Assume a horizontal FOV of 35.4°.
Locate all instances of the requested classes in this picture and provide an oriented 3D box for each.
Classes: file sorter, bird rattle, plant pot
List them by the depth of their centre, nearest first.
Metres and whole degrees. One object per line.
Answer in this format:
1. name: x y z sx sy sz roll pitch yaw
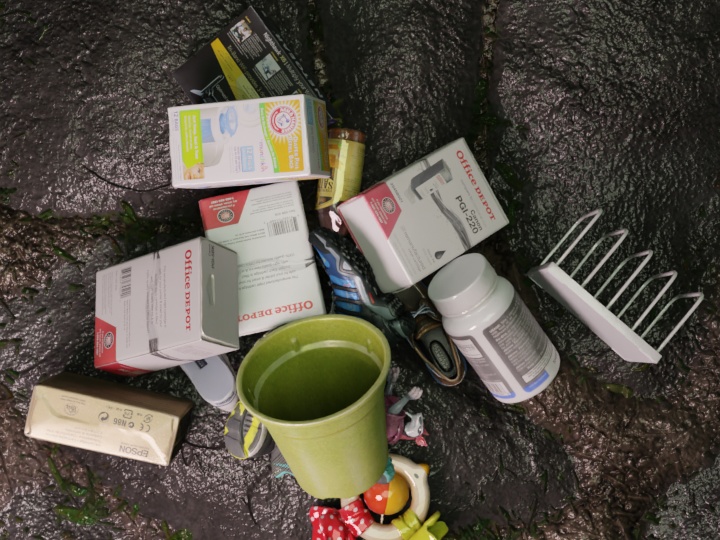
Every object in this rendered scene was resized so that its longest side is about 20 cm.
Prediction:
1. plant pot: -0.042 0.192 1.470 0.200 0.201 0.185 -16 126 -3
2. file sorter: 0.363 0.021 1.611 0.200 0.139 0.125 40 85 -1
3. bird rattle: 0.028 0.345 1.625 0.199 0.113 0.164 6 76 11

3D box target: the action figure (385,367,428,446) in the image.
1. action figure: 0.008 0.196 1.592 0.200 0.134 0.149 36 88 2

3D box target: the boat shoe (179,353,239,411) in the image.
1. boat shoe: -0.224 0.120 1.617 0.075 0.086 0.202 -36 60 -5

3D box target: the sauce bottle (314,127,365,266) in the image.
1. sauce bottle: -0.033 -0.105 1.634 0.066 0.066 0.201 7 86 -2

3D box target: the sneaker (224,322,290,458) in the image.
1. sneaker: -0.126 0.168 1.570 0.074 0.085 0.200 23 83 23

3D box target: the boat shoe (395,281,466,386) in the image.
1. boat shoe: 0.093 0.076 1.629 0.072 0.072 0.200 -36 89 -2

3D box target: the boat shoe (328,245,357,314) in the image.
1. boat shoe: 0.001 -0.001 1.617 0.065 0.074 0.202 34 79 -23

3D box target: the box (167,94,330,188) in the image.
1. box: -0.150 -0.175 1.544 0.199 0.101 0.113 -3 92 15

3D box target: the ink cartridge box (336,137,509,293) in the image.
1. ink cartridge box: 0.091 -0.078 1.588 0.200 0.085 0.146 -32 95 -31

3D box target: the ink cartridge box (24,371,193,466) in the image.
1. ink cartridge box: -0.343 0.203 1.562 0.199 0.165 0.075 13 90 -1

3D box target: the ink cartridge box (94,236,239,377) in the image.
1. ink cartridge box: -0.266 0.054 1.547 0.199 0.083 0.147 -15 67 31

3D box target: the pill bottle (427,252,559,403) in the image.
1. pill bottle: 0.185 0.080 1.580 0.114 0.114 0.200 -38 114 -3

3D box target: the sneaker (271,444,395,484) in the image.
1. sneaker: -0.044 0.278 1.604 0.199 0.078 0.092 15 99 27

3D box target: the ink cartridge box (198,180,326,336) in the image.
1. ink cartridge box: -0.139 -0.015 1.618 0.144 0.084 0.201 -12 87 -3

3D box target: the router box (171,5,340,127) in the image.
1. router box: -0.150 -0.251 1.618 0.157 0.052 0.200 -35 89 16

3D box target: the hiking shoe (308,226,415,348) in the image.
1. hiking shoe: -0.017 0.031 1.536 0.087 0.074 0.200 -41 80 16
